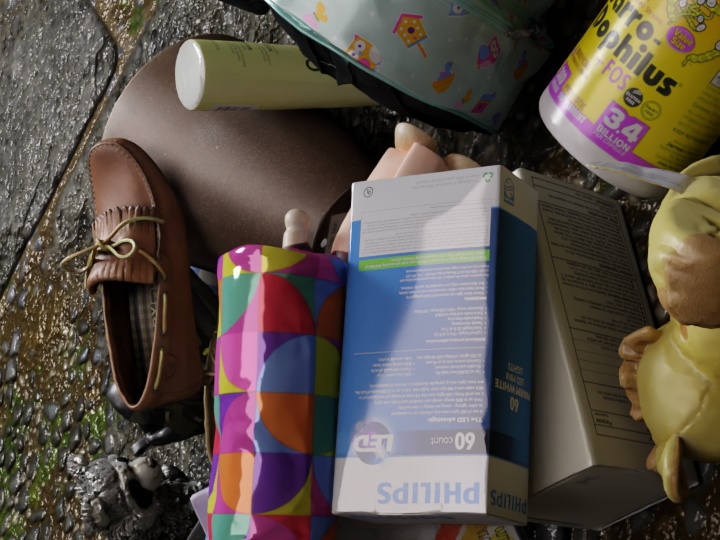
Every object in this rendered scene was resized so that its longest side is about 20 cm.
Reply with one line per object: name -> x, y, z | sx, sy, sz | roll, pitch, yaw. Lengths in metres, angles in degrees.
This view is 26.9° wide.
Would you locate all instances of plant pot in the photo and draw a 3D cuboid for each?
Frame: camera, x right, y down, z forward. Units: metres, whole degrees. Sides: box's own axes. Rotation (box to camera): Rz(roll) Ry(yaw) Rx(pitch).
plant pot -> -0.071, -0.063, 1.170 | 0.200, 0.186, 0.188 | 31, 104, 38

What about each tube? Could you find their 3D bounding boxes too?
tube -> -0.039, -0.145, 1.123 | 0.052, 0.199, 0.058 | -35, 62, 55

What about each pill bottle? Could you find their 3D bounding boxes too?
pill bottle -> 0.201, -0.148, 0.899 | 0.200, 0.104, 0.104 | -55, 43, 24

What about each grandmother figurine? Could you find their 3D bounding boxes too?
grandmother figurine -> 0.000, 0.000, 0.989 | 0.201, 0.121, 0.061 | -61, -8, -18

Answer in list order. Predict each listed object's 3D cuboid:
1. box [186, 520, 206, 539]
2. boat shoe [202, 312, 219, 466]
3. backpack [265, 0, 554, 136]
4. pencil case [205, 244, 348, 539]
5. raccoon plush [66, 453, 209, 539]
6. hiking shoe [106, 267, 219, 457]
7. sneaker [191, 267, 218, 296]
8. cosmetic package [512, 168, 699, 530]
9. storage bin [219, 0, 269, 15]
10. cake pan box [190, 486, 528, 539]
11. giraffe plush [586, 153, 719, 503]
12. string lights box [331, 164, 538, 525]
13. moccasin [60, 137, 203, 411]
box -> -0.032, 0.231, 1.029 | 0.200, 0.048, 0.194 | 35, 112, 6
boat shoe -> -0.085, 0.082, 1.147 | 0.074, 0.066, 0.201 | 24, 134, 24
backpack -> 0.033, -0.184, 1.012 | 0.176, 0.200, 0.154 | 39, 110, 21
pencil case -> -0.050, 0.081, 0.900 | 0.088, 0.088, 0.201 | -11, 72, 49
raccoon plush -> -0.203, 0.239, 1.256 | 0.097, 0.134, 0.201 | 33, 105, 49
hiking shoe -> -0.153, 0.079, 1.210 | 0.076, 0.100, 0.201 | 41, 149, 32
sneaker -> -0.150, -0.028, 1.319 | 0.076, 0.077, 0.201 | 0, 80, 49
cosmetic package -> 0.124, 0.050, 0.937 | 0.087, 0.103, 0.201 | -36, 52, 38
storage bin -> -0.136, -0.337, 1.345 | 0.094, 0.135, 0.200 | -51, 45, 28
cake pan box -> 0.015, 0.192, 0.946 | 0.183, 0.052, 0.201 | -24, 85, 8
giraffe plush -> 0.204, 0.039, 0.819 | 0.200, 0.172, 0.163 | 22, 118, 41
string lights box -> 0.045, 0.046, 0.885 | 0.102, 0.059, 0.201 | -4, 74, 30
moccasin -> -0.171, 0.003, 1.111 | 0.073, 0.078, 0.203 | -4, 93, 33
